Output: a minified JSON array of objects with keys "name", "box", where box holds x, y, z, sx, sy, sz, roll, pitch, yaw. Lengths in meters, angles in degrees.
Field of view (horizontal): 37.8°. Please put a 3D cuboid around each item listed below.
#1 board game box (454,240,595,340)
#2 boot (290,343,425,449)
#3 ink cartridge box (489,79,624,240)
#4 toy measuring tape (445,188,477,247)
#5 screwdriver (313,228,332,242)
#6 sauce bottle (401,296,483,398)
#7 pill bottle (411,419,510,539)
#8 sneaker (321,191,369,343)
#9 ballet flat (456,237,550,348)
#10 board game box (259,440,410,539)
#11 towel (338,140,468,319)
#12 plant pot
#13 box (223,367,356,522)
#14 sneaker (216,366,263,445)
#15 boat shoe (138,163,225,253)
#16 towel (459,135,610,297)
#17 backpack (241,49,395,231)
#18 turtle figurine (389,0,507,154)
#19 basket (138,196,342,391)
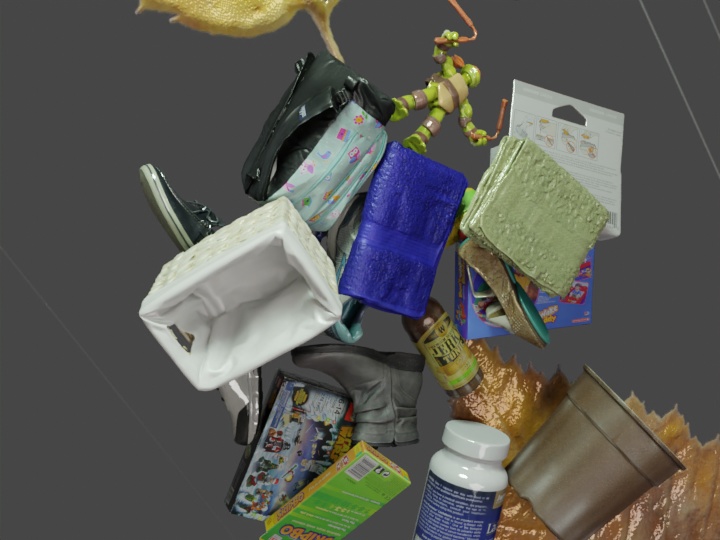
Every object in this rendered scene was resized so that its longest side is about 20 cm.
[{"name":"board game box","box":[0.230,0.016,1.472,0.198,0.045,0.136,-5,106,-19]},{"name":"boot","box":[-0.002,0.167,1.380,0.198,0.070,0.133,9,83,-22]},{"name":"ink cartridge box","box":[0.268,-0.145,1.422,0.198,0.045,0.178,11,77,-27]},{"name":"toy measuring tape","box":[0.103,-0.058,1.389,0.199,0.073,0.074,-28,112,-14]},{"name":"screwdriver","box":[-0.069,-0.014,1.363,0.029,0.028,0.201,29,90,4]},{"name":"sauce bottle","box":[0.097,0.084,1.432,0.065,0.065,0.201,-38,114,-7]},{"name":"pill bottle","box":[0.144,0.321,1.483,0.115,0.116,0.202,7,102,-21]},{"name":"sneaker","box":[0.000,0.000,1.351,0.077,0.086,0.202,1,111,-39]},{"name":"ballet flat","box":[0.188,0.030,1.409,0.065,0.071,0.201,-24,112,15]},{"name":"board game box","box":[-0.037,0.314,1.398,0.200,0.030,0.095,-43,122,13]},{"name":"towel","box":[0.059,-0.046,1.305,0.147,0.049,0.202,17,90,-44]},{"name":"plant pot","box":[0.323,0.275,1.504,0.198,0.200,0.200,-44,114,4]},{"name":"box","box":[-0.085,0.247,1.421,0.136,0.040,0.202,19,97,-25]},{"name":"sneaker","box":[-0.166,0.128,1.353,0.079,0.074,0.202,-3,101,-4]},{"name":"boat shoe","box":[-0.202,-0.054,1.284,0.062,0.075,0.201,-39,118,-12]},{"name":"towel","box":[0.226,-0.067,1.347,0.199,0.036,0.149,33,86,-27]},{"name":"backpack","box":[-0.052,-0.149,1.270,0.126,0.167,0.201,31,99,-27]},{"name":"turtle figurine","box":[0.102,-0.231,1.347,0.161,0.064,0.201,-39,124,-27]},{"name":"basket","box":[-0.134,0.022,1.213,0.199,0.124,0.136,-29,115,12]}]
